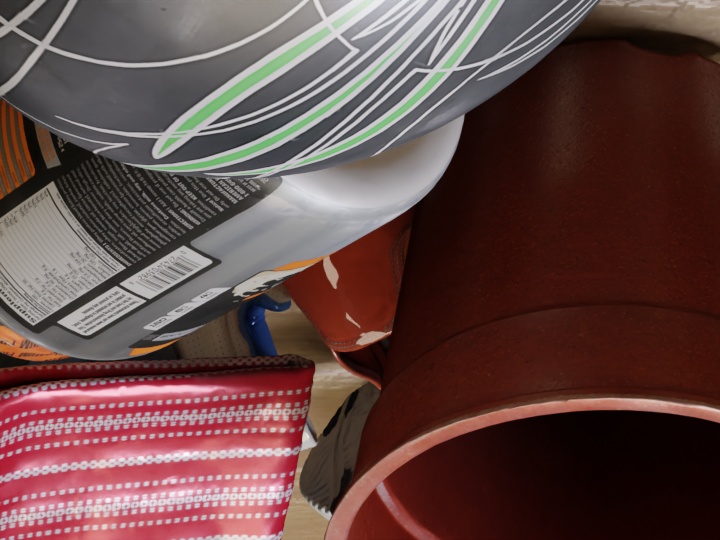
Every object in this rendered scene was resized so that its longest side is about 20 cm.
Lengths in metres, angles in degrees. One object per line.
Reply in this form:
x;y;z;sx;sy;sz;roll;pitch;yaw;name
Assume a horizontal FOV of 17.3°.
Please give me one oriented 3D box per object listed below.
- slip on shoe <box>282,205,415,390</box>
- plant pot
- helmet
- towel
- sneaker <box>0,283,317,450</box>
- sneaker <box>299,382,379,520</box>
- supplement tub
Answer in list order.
0.000;0.000;0.983;0.074;0.061;0.200;-21;134;22;slip on shoe
0.092;0.032;0.889;0.201;0.195;0.201;3;139;2;plant pot
-0.018;-0.120;0.534;0.200;0.191;0.200;-3;158;-1;helmet
-0.099;0.121;0.940;0.145;0.022;0.200;-2;124;-22;towel
-0.094;0.081;0.962;0.146;0.200;0.081;10;180;12;sneaker
0.062;0.116;1.141;0.130;0.080;0.199;38;155;-23;sneaker
-0.068;-0.043;0.821;0.122;0.123;0.200;12;154;-35;supplement tub
